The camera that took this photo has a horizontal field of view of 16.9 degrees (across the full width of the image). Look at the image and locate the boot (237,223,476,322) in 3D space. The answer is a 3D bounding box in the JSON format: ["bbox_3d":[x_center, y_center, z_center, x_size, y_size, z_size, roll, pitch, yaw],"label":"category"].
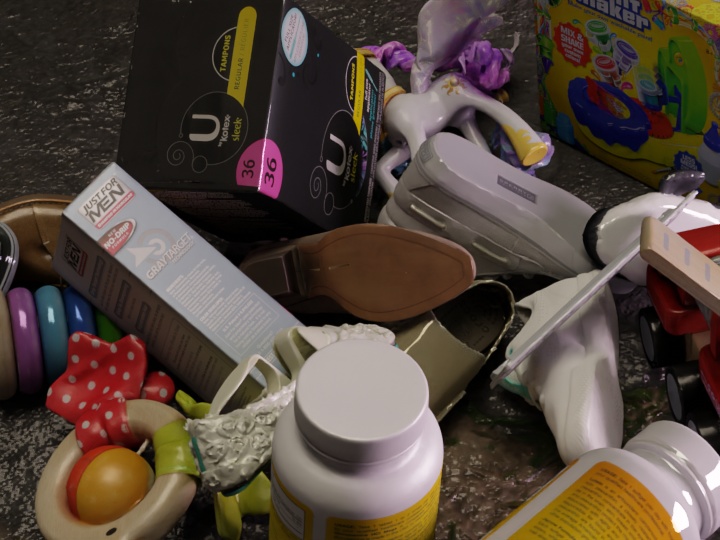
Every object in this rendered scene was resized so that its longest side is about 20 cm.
[{"bbox_3d":[0.000,0.000,1.807,0.198,0.071,0.146,0,1,14],"label":"boot"}]

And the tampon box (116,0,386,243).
[{"bbox_3d":[-0.080,-0.110,1.845,0.125,0.200,0.151,3,80,23],"label":"tampon box"}]

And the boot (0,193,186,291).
[{"bbox_3d":[-0.232,-0.013,1.903,0.198,0.074,0.076,-9,51,-6],"label":"boot"}]

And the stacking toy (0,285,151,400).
[{"bbox_3d":[-0.186,0.042,1.830,0.198,0.086,0.086,-8,40,-11],"label":"stacking toy"}]

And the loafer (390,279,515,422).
[{"bbox_3d":[0.046,0.066,1.753,0.076,0.068,0.200,40,51,2],"label":"loafer"}]

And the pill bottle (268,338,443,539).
[{"bbox_3d":[-0.003,0.142,1.580,0.112,0.201,0.113,2,47,-2],"label":"pill bottle"}]

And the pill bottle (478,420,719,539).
[{"bbox_3d":[0.152,0.187,1.585,0.111,0.112,0.200,31,53,35],"label":"pill bottle"}]

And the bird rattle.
[{"bbox_3d":[-0.167,0.130,1.709,0.199,0.113,0.163,24,66,34],"label":"bird rattle"}]

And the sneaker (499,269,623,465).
[{"bbox_3d":[0.141,0.081,1.751,0.088,0.076,0.201,-11,33,13],"label":"sneaker"}]

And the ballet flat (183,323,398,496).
[{"bbox_3d":[-0.047,0.076,1.647,0.071,0.072,0.200,20,40,28],"label":"ballet flat"}]

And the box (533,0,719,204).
[{"bbox_3d":[0.251,-0.178,1.926,0.122,0.194,0.199,-36,48,-29],"label":"box"}]

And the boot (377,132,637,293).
[{"bbox_3d":[0.112,-0.021,1.857,0.199,0.096,0.074,32,34,-8],"label":"boot"}]

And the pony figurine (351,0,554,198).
[{"bbox_3d":[0.070,-0.141,1.962,0.192,0.167,0.201,-27,59,-10],"label":"pony figurine"}]

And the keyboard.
[{"bbox_3d":[0.167,0.013,1.730,0.200,0.056,0.011,-42,89,-19],"label":"keyboard"}]

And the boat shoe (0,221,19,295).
[{"bbox_3d":[-0.334,0.032,1.828,0.072,0.071,0.200,38,71,11],"label":"boat shoe"}]

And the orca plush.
[{"bbox_3d":[0.249,-0.033,1.849,0.199,0.106,0.071,-18,16,-21],"label":"orca plush"}]

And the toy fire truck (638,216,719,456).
[{"bbox_3d":[0.245,0.022,1.692,0.128,0.201,0.177,-11,41,-6],"label":"toy fire truck"}]

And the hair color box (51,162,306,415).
[{"bbox_3d":[-0.129,0.023,1.754,0.200,0.099,0.061,40,64,7],"label":"hair color box"}]
